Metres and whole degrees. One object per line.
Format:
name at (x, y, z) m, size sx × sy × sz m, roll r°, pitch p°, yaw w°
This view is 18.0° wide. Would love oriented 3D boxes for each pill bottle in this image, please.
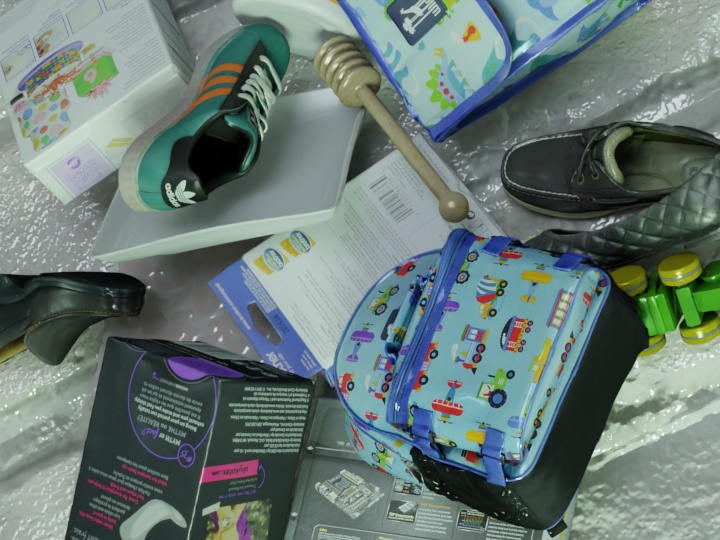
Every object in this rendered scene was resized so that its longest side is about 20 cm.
pill bottle at (-0.022, -0.278, 1.800) m, size 0.111 × 0.112 × 0.201 m, roll 9°, pitch 73°, yaw 27°

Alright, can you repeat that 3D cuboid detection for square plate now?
square plate at (-0.092, -0.072, 1.739) m, size 0.199 × 0.029 × 0.199 m, roll -11°, pitch 31°, yaw 16°

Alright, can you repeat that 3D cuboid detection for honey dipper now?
honey dipper at (0.027, -0.104, 1.695) m, size 0.038 × 0.038 × 0.200 m, roll -40°, pitch 53°, yaw 3°

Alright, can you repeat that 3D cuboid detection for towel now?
towel at (-0.107, 0.025, 1.755) m, size 0.190 × 0.032 × 0.201 m, roll 2°, pitch 69°, yaw 26°

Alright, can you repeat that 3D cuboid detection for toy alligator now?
toy alligator at (0.239, 0.012, 1.594) m, size 0.199 × 0.060 × 0.054 m, roll -14°, pitch 22°, yaw 19°

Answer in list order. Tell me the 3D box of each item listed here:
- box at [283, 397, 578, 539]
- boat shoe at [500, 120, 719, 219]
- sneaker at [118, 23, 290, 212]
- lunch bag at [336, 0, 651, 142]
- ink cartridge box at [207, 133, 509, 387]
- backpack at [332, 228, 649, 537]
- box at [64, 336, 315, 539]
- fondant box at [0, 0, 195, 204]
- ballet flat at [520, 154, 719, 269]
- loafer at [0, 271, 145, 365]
box at (0.047, 0.179, 1.609) m, size 0.199 × 0.048 × 0.159 m, roll 4°, pitch 69°, yaw 26°
boat shoe at (0.190, -0.079, 1.645) m, size 0.200 × 0.066 × 0.072 m, roll 4°, pitch 70°, yaw 26°
sneaker at (-0.097, -0.113, 1.717) m, size 0.080 × 0.072 × 0.200 m, roll 5°, pitch 46°, yaw 37°
lunch bag at (0.088, -0.218, 1.694) m, size 0.199 × 0.127 × 0.171 m, roll -35°, pitch 80°, yaw 9°
ink cartridge box at (0.000, 0.000, 1.687) m, size 0.199 × 0.042 × 0.120 m, roll -34°, pitch 63°, yaw -9°
backpack at (0.070, 0.061, 1.548) m, size 0.199 × 0.135 × 0.183 m, roll 17°, pitch 72°, yaw 33°
box at (-0.126, 0.159, 1.620) m, size 0.122 × 0.106 × 0.201 m, roll 18°, pitch 97°, yaw 39°
fondant box at (-0.216, -0.165, 1.841) m, size 0.144 × 0.058 × 0.200 m, roll -33°, pitch 41°, yaw 8°
ballet flat at (0.187, -0.034, 1.610) m, size 0.199 × 0.066 × 0.057 m, roll -16°, pitch 91°, yaw 35°
loafer at (-0.234, 0.038, 1.771) m, size 0.199 × 0.072 × 0.073 m, roll -3°, pitch 86°, yaw 50°
